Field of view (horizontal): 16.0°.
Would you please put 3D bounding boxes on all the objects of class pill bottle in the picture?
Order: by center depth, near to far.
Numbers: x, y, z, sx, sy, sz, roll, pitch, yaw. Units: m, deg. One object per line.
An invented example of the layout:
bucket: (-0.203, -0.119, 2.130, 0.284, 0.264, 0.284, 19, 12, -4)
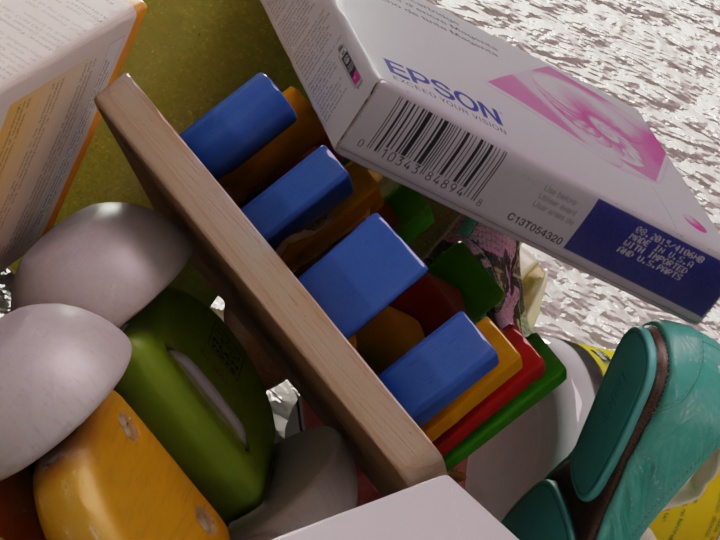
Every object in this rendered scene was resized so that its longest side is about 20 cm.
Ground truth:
pill bottle: (0.151, 0.103, 1.288, 0.200, 0.113, 0.113, 14, 30, -30)

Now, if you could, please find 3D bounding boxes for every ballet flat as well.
ballet flat: (0.115, 0.107, 1.146, 0.070, 0.200, 0.067, 15, 36, -20)
ballet flat: (0.063, 0.008, 1.299, 0.069, 0.071, 0.200, 31, -14, 14)

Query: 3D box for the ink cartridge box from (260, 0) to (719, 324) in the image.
ink cartridge box: (0.053, -0.075, 1.129, 0.196, 0.043, 0.200, 24, 23, -28)

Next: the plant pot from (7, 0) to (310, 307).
plant pot: (-0.090, -0.098, 1.261, 0.187, 0.200, 0.187, 38, 19, -16)

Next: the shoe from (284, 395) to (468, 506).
shoe: (0.019, 0.095, 1.196, 0.071, 0.091, 0.200, 16, 29, -25)

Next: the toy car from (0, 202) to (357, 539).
toy car: (-0.106, 0.087, 1.033, 0.175, 0.150, 0.200, 52, 26, -16)

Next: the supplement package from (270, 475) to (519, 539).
supplement package: (-0.004, 0.203, 0.856, 0.151, 0.200, 0.152, 41, 29, 23)

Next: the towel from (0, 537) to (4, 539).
towel: (-0.213, 0.119, 0.911, 0.200, 0.023, 0.144, 33, 66, 9)

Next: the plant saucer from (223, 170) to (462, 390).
plant saucer: (-0.005, -0.024, 1.260, 0.035, 0.200, 0.200, 44, 24, -12)

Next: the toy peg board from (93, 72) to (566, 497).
toy peg board: (0.000, 0.000, 1.078, 0.200, 0.098, 0.199, 50, -6, 14)

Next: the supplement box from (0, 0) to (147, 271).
supplement box: (-0.174, -0.044, 0.984, 0.073, 0.126, 0.200, 32, 29, 8)
